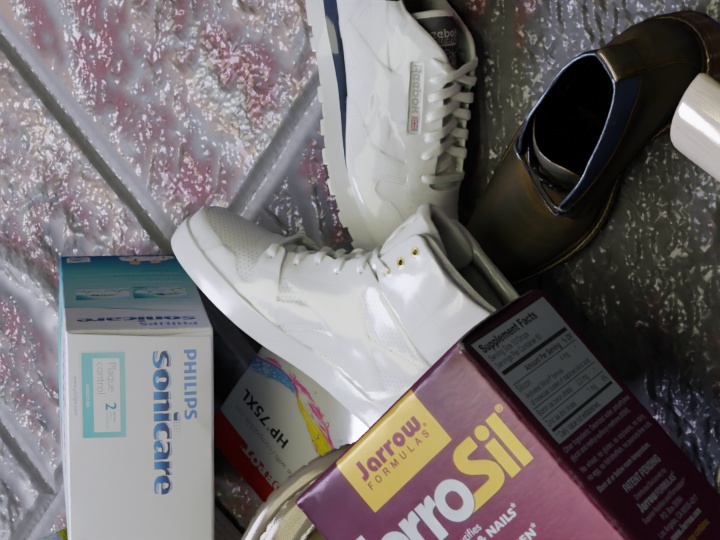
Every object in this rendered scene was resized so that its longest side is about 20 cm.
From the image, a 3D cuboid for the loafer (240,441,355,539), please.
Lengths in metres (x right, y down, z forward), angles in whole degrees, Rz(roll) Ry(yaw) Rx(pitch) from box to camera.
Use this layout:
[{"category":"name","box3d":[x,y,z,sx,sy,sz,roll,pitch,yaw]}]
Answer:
[{"category":"loafer","box3d":[-0.038,0.177,1.092,0.067,0.076,0.200,46,109,25]}]

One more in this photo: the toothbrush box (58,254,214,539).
[{"category":"toothbrush box","box3d":[-0.133,0.081,1.174,0.200,0.084,0.148,-128,38,-73]}]

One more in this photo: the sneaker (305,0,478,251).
[{"category":"sneaker","box3d":[0.027,-0.086,1.091,0.080,0.076,0.202,-13,90,31]}]

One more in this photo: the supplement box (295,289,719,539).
[{"category":"supplement box","box3d":[0.091,0.132,0.944,0.200,0.103,0.131,48,119,9]}]

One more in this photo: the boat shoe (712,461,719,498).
[{"category":"boat shoe","box3d":[0.201,0.104,0.968,0.201,0.075,0.086,-15,114,49]}]

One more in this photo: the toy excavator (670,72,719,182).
[{"category":"toy excavator","box3d":[0.223,-0.129,0.842,0.100,0.199,0.195,40,117,25]}]

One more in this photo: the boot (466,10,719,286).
[{"category":"boot","box3d":[0.095,-0.057,1.028,0.075,0.097,0.200,52,125,17]}]

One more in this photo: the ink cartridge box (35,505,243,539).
[{"category":"ink cartridge box","box3d":[-0.138,0.225,1.203,0.148,0.199,0.086,45,123,21]}]

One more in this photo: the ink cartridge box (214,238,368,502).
[{"category":"ink cartridge box","box3d":[-0.010,0.088,1.158,0.116,0.067,0.201,47,123,20]}]

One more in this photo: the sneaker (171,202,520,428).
[{"category":"sneaker","box3d":[0.000,0.000,1.052,0.199,0.074,0.116,37,115,14]}]
